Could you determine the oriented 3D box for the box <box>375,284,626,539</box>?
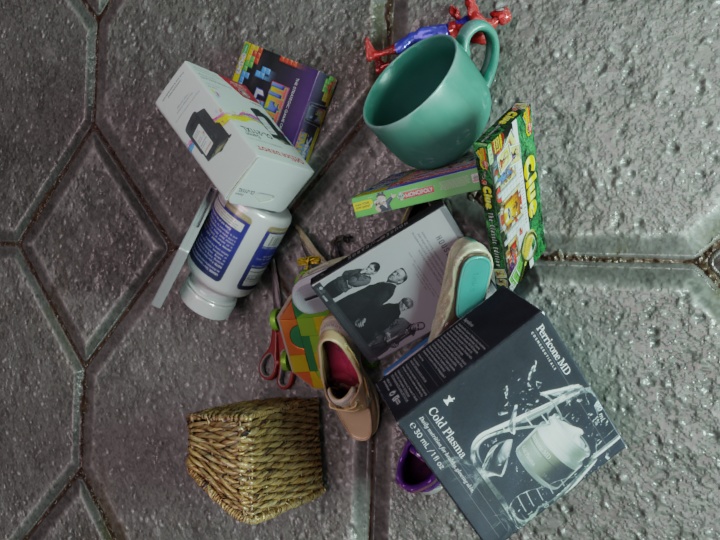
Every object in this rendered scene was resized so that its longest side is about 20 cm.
[{"bbox_3d":[0.156,0.164,0.804,0.196,0.124,0.201,-37,106,-2],"label":"box"}]

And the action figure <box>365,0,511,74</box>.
[{"bbox_3d":[0.105,-0.343,0.957,0.196,0.065,0.101,-7,77,20],"label":"action figure"}]

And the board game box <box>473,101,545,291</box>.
[{"bbox_3d":[0.180,-0.082,0.830,0.023,0.105,0.202,11,133,36],"label":"board game box"}]

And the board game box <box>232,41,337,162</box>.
[{"bbox_3d":[-0.145,-0.238,1.117,0.164,0.056,0.203,28,103,30],"label":"board game box"}]

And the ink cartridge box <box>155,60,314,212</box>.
[{"bbox_3d":[-0.180,-0.191,1.022,0.083,0.145,0.201,-46,69,19],"label":"ink cartridge box"}]

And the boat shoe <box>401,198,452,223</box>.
[{"bbox_3d":[0.074,-0.006,0.976,0.071,0.060,0.205,17,97,29],"label":"boat shoe"}]

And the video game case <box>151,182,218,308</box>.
[{"bbox_3d":[-0.269,-0.054,1.109,0.017,0.202,0.143,27,132,-14],"label":"video game case"}]

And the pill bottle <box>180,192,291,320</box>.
[{"bbox_3d":[-0.204,-0.028,1.110,0.119,0.119,0.202,41,109,25],"label":"pill bottle"}]

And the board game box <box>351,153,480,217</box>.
[{"bbox_3d":[0.102,-0.118,0.919,0.197,0.134,0.030,-10,104,30],"label":"board game box"}]

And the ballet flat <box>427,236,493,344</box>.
[{"bbox_3d":[0.121,0.054,0.873,0.063,0.066,0.203,-120,39,-60],"label":"ballet flat"}]

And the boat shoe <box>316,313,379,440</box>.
[{"bbox_3d":[-0.023,0.163,0.986,0.072,0.069,0.203,-8,112,19],"label":"boat shoe"}]

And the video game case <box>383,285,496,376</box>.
[{"bbox_3d":[0.147,0.131,0.908,0.199,0.018,0.144,-37,69,0],"label":"video game case"}]

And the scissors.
[{"bbox_3d":[-0.125,0.086,1.124,0.072,0.014,0.204,8,92,33],"label":"scissors"}]

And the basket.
[{"bbox_3d":[-0.158,0.271,1.028,0.141,0.199,0.152,-6,86,29],"label":"basket"}]

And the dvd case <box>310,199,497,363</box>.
[{"bbox_3d":[0.057,0.020,0.902,0.198,0.025,0.151,-30,117,13],"label":"dvd case"}]

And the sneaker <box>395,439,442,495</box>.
[{"bbox_3d":[0.105,0.219,0.937,0.080,0.088,0.203,32,104,29],"label":"sneaker"}]

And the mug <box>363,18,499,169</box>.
[{"bbox_3d":[0.107,-0.216,0.913,0.183,0.114,0.154,-24,42,33],"label":"mug"}]

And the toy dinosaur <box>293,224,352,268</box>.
[{"bbox_3d":[-0.044,-0.005,1.058,0.088,0.047,0.202,-37,68,32],"label":"toy dinosaur"}]

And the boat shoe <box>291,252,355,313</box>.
[{"bbox_3d":[0.000,0.000,0.942,0.196,0.062,0.073,-14,120,11],"label":"boat shoe"}]

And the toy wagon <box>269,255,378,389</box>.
[{"bbox_3d":[-0.061,0.079,1.030,0.152,0.040,0.203,-6,109,23],"label":"toy wagon"}]
